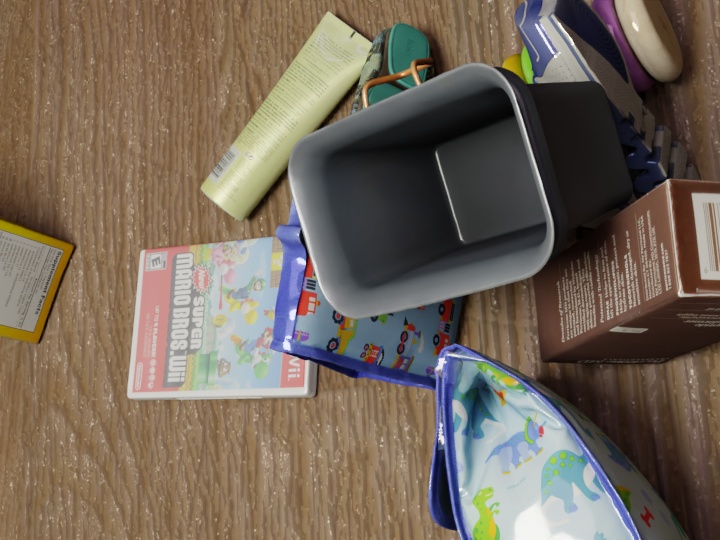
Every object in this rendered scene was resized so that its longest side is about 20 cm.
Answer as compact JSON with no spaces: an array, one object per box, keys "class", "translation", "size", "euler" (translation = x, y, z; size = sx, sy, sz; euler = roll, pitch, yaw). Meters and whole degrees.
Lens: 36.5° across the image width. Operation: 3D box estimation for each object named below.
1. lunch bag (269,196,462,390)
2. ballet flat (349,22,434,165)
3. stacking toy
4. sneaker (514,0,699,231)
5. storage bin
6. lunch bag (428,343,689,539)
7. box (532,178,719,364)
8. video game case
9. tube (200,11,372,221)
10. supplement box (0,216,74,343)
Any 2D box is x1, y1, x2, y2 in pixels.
[{"class":"lunch bag","translation":[0.000,0.000,0.821],"size":[0.093,0.200,0.152],"euler":[5,80,30]},{"class":"ballet flat","translation":[0.022,-0.126,0.879],"size":[0.074,0.074,0.201],"euler":[-19,30,24]},{"class":"stacking toy","translation":[0.145,-0.146,0.854],"size":[0.199,0.085,0.086],"euler":[-26,66,29]},{"class":"sneaker","translation":[0.152,-0.094,0.791],"size":[0.115,0.200,0.081],"euler":[-26,21,33]},{"class":"storage bin","translation":[0.069,-0.065,0.710],"size":[0.199,0.134,0.147],"euler":[-17,91,45]},{"class":"lunch bag","translation":[0.127,0.150,0.729],"size":[0.127,0.170,0.201],"euler":[-32,64,14]},{"class":"box","translation":[0.195,0.009,0.702],"size":[0.099,0.200,0.076],"euler":[1,76,-13]},{"class":"video game case","translation":[-0.125,0.044,0.989],"size":[0.199,0.017,0.144],"euler":[-5,75,28]},{"class":"tube","translation":[-0.065,-0.136,0.986],"size":[0.058,0.052,0.201],"euler":[36,94,-11]},{"class":"supplement box","translation":[-0.396,-0.011,1.049],"size":[0.109,0.200,0.110],"euler":[19,87,32]}]
